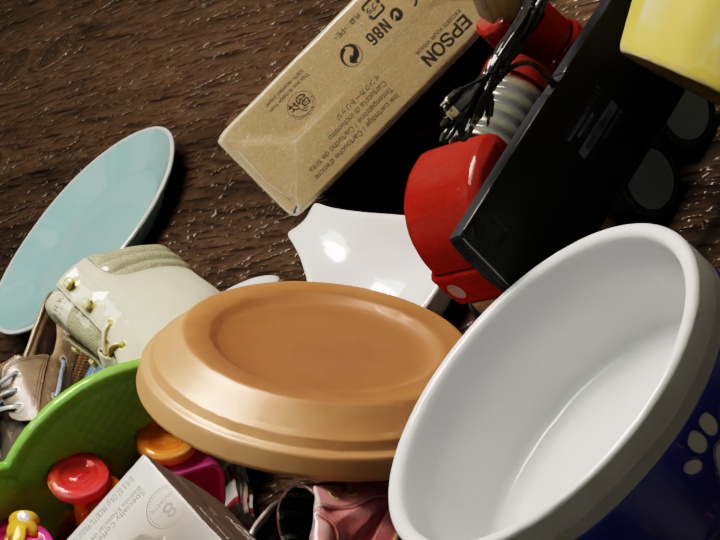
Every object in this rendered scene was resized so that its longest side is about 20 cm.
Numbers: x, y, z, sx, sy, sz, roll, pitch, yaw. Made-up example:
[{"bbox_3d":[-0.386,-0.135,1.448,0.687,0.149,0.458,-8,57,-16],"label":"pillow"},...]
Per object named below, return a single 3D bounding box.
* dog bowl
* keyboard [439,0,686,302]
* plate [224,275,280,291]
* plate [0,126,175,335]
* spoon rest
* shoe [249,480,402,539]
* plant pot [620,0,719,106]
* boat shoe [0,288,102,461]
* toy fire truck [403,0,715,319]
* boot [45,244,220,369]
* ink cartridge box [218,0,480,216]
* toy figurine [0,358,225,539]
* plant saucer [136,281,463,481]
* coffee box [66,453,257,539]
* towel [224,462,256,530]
[{"bbox_3d":[0.111,0.078,1.387,0.200,0.079,0.200,-39,25,22],"label":"dog bowl"},{"bbox_3d":[0.104,-0.089,1.478,0.021,0.127,0.200,9,61,52],"label":"keyboard"},{"bbox_3d":[-0.147,0.101,1.826,0.199,0.032,0.200,-36,21,42],"label":"plate"},{"bbox_3d":[-0.204,-0.025,2.167,0.200,0.026,0.200,-39,24,21],"label":"plate"},{"bbox_3d":[0.000,0.000,1.726,0.099,0.061,0.200,-50,22,-2],"label":"spoon rest"},{"bbox_3d":[0.000,0.127,1.489,0.071,0.091,0.200,-31,29,36],"label":"shoe"},{"bbox_3d":[0.230,-0.168,1.442,0.189,0.200,0.201,-65,23,3],"label":"plant pot"},{"bbox_3d":[-0.212,0.091,1.831,0.072,0.072,0.200,-39,20,35],"label":"boat shoe"},{"bbox_3d":[0.084,-0.088,1.535,0.129,0.200,0.176,-13,41,54],"label":"toy fire truck"},{"bbox_3d":[-0.143,0.062,1.716,0.155,0.072,0.200,33,47,33],"label":"boot"},{"bbox_3d":[0.009,-0.135,1.836,0.200,0.075,0.165,-45,1,9],"label":"ink cartridge box"},{"bbox_3d":[-0.115,0.169,1.535,0.200,0.150,0.184,-20,45,-23],"label":"toy figurine"},{"bbox_3d":[-0.020,0.053,1.534,0.200,0.200,0.038,-112,27,-64],"label":"plant saucer"},{"bbox_3d":[-0.121,0.205,1.378,0.200,0.080,0.113,-47,51,1],"label":"coffee box"},{"bbox_3d":[-0.118,0.170,1.721,0.144,0.023,0.200,-46,22,12],"label":"towel"}]
